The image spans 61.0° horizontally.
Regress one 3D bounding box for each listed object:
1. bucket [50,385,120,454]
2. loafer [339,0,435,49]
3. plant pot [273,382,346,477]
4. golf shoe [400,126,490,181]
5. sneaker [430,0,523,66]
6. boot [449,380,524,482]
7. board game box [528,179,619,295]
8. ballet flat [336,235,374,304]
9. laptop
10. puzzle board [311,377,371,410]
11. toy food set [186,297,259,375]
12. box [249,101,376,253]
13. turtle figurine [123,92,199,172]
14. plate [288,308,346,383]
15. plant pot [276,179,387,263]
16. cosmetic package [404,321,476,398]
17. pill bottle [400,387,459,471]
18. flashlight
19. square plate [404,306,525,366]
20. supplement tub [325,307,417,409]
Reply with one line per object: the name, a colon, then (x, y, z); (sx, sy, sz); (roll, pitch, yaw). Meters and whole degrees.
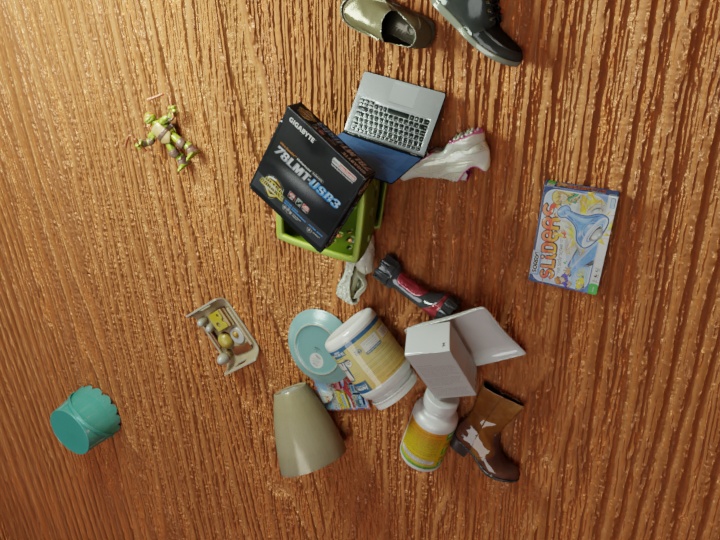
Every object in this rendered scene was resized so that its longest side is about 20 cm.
bucket: (-0.940, 0.512, 2.083); (0.204, 0.135, 0.210); (11, 118, 22)
loafer: (0.044, -0.469, 1.140); (0.197, 0.067, 0.077); (23, 122, 16)
plant pot: (-0.155, 0.409, 1.618); (0.185, 0.187, 0.203); (-18, 92, 32)
golf shoe: (0.164, -0.206, 1.205); (0.198, 0.075, 0.092); (-18, 108, 34)
sneaker: (0.221, -0.449, 1.053); (0.200, 0.075, 0.107); (42, 128, 4)
boot: (0.327, 0.377, 1.425); (0.187, 0.068, 0.202); (34, 118, 17)
board game box: (0.405, -0.063, 1.172); (0.133, 0.034, 0.203); (12, 119, 22)
ballet flat: (0.000, 0.000, 1.387); (0.071, 0.072, 0.202); (29, 131, 11)
laptop: (0.033, -0.277, 1.156); (0.185, 0.116, 0.203); (23, 97, 23)
puzzle board: (-0.068, 0.279, 1.594); (0.149, 0.017, 0.203); (-10, 108, 31)
toy food set: (-0.382, 0.182, 1.681); (0.142, 0.060, 0.202); (-27, 100, 35)
box: (-0.094, -0.170, 1.140); (0.200, 0.050, 0.199); (43, 130, 7)
turtle figurine: (-0.476, -0.322, 1.483); (0.199, 0.065, 0.162); (-37, 102, 26)
plate: (-0.106, 0.197, 1.551); (0.197, 0.026, 0.204); (8, 108, 25)
plant pot: (-0.048, -0.161, 1.268); (0.197, 0.182, 0.202); (17, 122, 18)
cosmetic package: (0.177, 0.198, 1.317); (0.100, 0.072, 0.201); (-10, 140, 23)
pill bottle: (0.169, 0.372, 1.458); (0.110, 0.111, 0.203); (23, 123, 15)
flashlight: (0.125, 0.038, 1.351); (0.199, 0.068, 0.068); (38, 152, 11)
square plate: (0.228, 0.147, 1.324); (0.196, 0.029, 0.200); (-19, 135, 33)
supplement tub: (0.027, 0.207, 1.430); (0.144, 0.145, 0.201); (-35, 95, 35)
